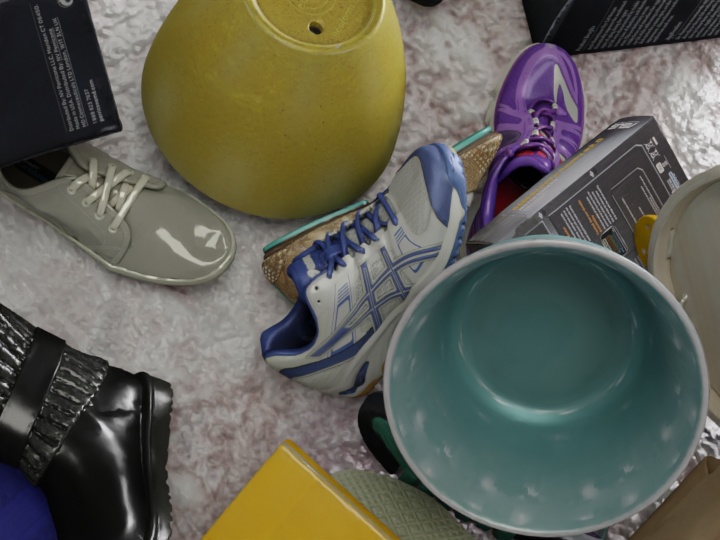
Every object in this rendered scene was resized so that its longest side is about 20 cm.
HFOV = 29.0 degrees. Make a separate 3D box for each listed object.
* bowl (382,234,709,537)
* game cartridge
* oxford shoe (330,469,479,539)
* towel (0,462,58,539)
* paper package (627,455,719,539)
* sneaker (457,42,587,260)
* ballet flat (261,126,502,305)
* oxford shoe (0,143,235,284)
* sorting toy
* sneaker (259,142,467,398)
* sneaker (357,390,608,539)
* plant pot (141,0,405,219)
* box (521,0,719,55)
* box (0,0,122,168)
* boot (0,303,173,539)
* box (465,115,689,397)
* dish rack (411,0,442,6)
[{"bbox_3d":[0.118,0.058,0.896,0.199,0.105,0.202,3,111,7],"label":"bowl"},{"bbox_3d":[-0.030,0.241,0.905,0.200,0.032,0.177,41,95,5],"label":"game cartridge"},{"bbox_3d":[0.055,0.205,0.948,0.199,0.058,0.075,30,42,9],"label":"oxford shoe"},{"bbox_3d":[-0.258,0.179,0.893,0.200,0.050,0.148,46,46,1],"label":"towel"},{"bbox_3d":[0.252,0.254,0.902,0.190,0.103,0.200,-42,106,-18],"label":"paper package"},{"bbox_3d":[0.132,-0.085,1.042,0.080,0.083,0.201,15,69,-3],"label":"sneaker"},{"bbox_3d":[0.025,-0.032,1.014,0.199,0.071,0.066,-29,88,1],"label":"ballet flat"},{"bbox_3d":[-0.182,-0.050,0.992,0.199,0.058,0.076,28,67,0],"label":"oxford shoe"},{"bbox_3d":[0.298,0.004,0.969,0.179,0.107,0.201,-20,100,-29],"label":"sorting toy"},{"bbox_3d":[0.000,0.000,0.940,0.088,0.201,0.075,15,24,-26],"label":"sneaker"},{"bbox_3d":[0.092,0.131,0.980,0.199,0.074,0.088,35,57,-6],"label":"sneaker"},{"bbox_3d":[-0.048,-0.159,0.993,0.198,0.142,0.201,7,63,-14],"label":"plant pot"},{"bbox_3d":[0.226,-0.265,1.105,0.198,0.104,0.149,-7,73,-10],"label":"box"},{"bbox_3d":[-0.290,-0.156,0.938,0.197,0.124,0.200,-21,39,-14],"label":"box"},{"bbox_3d":[-0.204,0.122,0.875,0.157,0.079,0.212,28,34,-28],"label":"boot"},{"bbox_3d":[0.190,0.016,0.996,0.158,0.048,0.201,-38,105,-17],"label":"box"},{"bbox_3d":[0.039,-0.318,1.123,0.153,0.055,0.201,27,70,0],"label":"dish rack"}]
